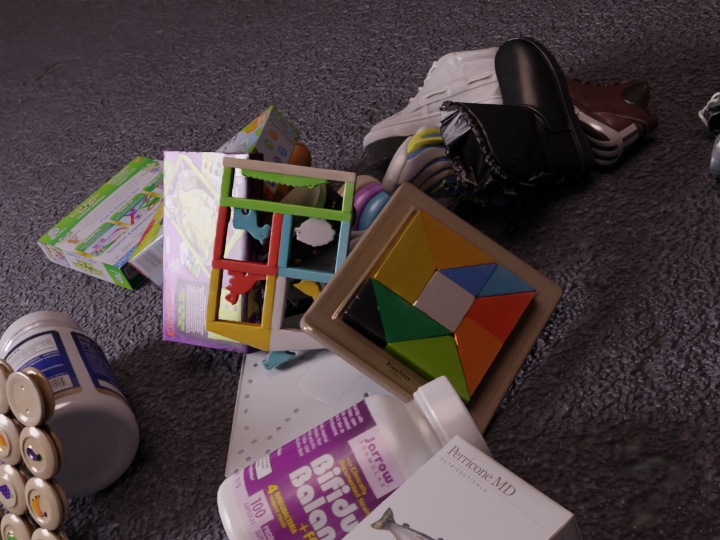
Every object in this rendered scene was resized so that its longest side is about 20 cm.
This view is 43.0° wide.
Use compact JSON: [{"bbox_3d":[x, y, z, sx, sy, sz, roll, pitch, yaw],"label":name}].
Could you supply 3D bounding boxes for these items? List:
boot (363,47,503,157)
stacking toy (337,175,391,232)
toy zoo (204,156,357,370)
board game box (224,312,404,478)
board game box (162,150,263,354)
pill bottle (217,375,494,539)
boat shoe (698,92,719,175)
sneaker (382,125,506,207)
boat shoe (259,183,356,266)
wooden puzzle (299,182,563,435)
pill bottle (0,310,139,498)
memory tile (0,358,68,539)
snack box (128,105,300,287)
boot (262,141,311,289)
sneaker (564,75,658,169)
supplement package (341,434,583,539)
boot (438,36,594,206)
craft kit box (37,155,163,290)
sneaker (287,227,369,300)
[{"bbox_3d":[0.093,-0.205,1.117,0.199,0.074,0.096,-12,72,26],"label":"boot"},{"bbox_3d":[0.062,-0.036,0.970,0.200,0.086,0.085,24,57,38],"label":"stacking toy"},{"bbox_3d":[-0.079,-0.002,0.883,0.131,0.201,0.020,8,6,3],"label":"toy zoo"},{"bbox_3d":[-0.022,0.108,0.874,0.199,0.026,0.200,-14,38,12],"label":"board game box"},{"bbox_3d":[-0.153,-0.021,0.937,0.120,0.201,0.032,6,8,29],"label":"board game box"},{"bbox_3d":[0.000,0.166,0.710,0.200,0.112,0.112,-30,37,-2],"label":"pill bottle"},{"bbox_3d":[0.386,-0.169,0.955,0.062,0.073,0.200,-5,46,18],"label":"boat shoe"},{"bbox_3d":[0.112,-0.109,0.988,0.105,0.076,0.200,36,40,20],"label":"sneaker"},{"bbox_3d":[-0.090,-0.025,0.964,0.201,0.063,0.074,-30,45,32],"label":"boat shoe"},{"bbox_3d":[0.071,0.029,0.816,0.185,0.037,0.200,35,58,3],"label":"wooden puzzle"},{"bbox_3d":[-0.305,0.127,0.929,0.116,0.116,0.200,-32,37,-11],"label":"pill bottle"},{"bbox_3d":[-0.317,0.174,0.823,0.153,0.201,0.017,9,18,35],"label":"memory tile"},{"bbox_3d":[-0.165,-0.084,1.038,0.200,0.053,0.142,-32,28,32],"label":"snack box"},{"bbox_3d":[-0.093,-0.064,1.088,0.155,0.074,0.200,25,70,47],"label":"boot"},{"bbox_3d":[0.264,-0.195,1.064,0.115,0.076,0.200,-28,47,-14],"label":"sneaker"},{"bbox_3d":[0.046,0.232,0.608,0.200,0.118,0.117,-39,37,-19],"label":"supplement package"},{"bbox_3d":[0.151,-0.163,0.970,0.162,0.073,0.199,-10,70,-35],"label":"boot"},{"bbox_3d":[-0.303,-0.071,1.233,0.197,0.049,0.200,17,53,38],"label":"craft kit box"},{"bbox_3d":[0.000,0.000,0.939,0.200,0.077,0.080,-8,28,51],"label":"sneaker"}]
